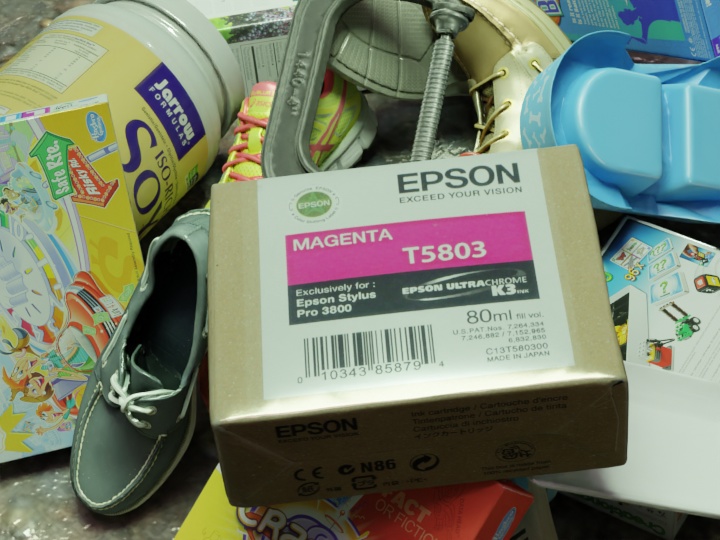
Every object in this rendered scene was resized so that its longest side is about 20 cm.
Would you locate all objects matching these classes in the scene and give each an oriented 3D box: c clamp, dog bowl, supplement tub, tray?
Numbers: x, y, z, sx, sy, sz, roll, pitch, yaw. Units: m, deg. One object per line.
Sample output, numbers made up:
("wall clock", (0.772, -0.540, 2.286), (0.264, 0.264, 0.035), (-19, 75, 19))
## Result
("c clamp", (0.022, -0.099, 1.161), (0.170, 0.027, 0.201), (3, 79, 20))
("dog bowl", (0.187, -0.085, 1.178), (0.199, 0.050, 0.112), (7, 78, -30))
("supplement tub", (-0.182, -0.083, 1.210), (0.145, 0.146, 0.200), (23, 53, 25))
("tray", (0.151, 0.093, 0.992), (0.199, 0.022, 0.108), (13, 37, -30))

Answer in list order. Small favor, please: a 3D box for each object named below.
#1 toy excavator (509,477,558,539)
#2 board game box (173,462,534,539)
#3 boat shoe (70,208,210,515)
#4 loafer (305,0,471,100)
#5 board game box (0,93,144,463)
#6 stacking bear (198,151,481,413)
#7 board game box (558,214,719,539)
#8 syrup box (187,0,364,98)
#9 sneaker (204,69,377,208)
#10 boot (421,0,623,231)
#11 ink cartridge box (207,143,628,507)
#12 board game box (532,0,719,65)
("toy excavator", (0.078, 0.128, 1.012), (0.194, 0.201, 0.100), (-21, -7, 37))
("board game box", (-0.025, 0.161, 0.961), (0.153, 0.040, 0.200), (32, 93, 31))
("boat shoe", (-0.123, 0.055, 1.048), (0.073, 0.200, 0.062), (32, 17, 16))
("loafer", (0.039, -0.149, 1.269), (0.199, 0.072, 0.063), (5, -1, -30))
("board game box", (-0.194, 0.008, 1.096), (0.134, 0.201, 0.034), (-13, 15, -6))
("stacking bear", (0.000, 0.000, 1.081), (0.200, 0.122, 0.114), (-23, -2, 27))
("board game box", (0.173, 0.059, 1.116), (0.126, 0.035, 0.200), (22, 52, 23))
("syrup box", (-0.052, -0.175, 1.330), (0.199, 0.082, 0.079), (-10, 47, -2))
("sneaker", (-0.061, -0.077, 1.223), (0.078, 0.090, 0.200), (3, 43, 28))
("boot", (0.082, -0.084, 1.192), (0.200, 0.073, 0.155), (48, 62, -6))
("ink cartridge box", (0.025, 0.025, 0.931), (0.199, 0.075, 0.165), (-7, 48, 1))
("board game box", (0.172, -0.227, 1.263), (0.045, 0.152, 0.200), (-32, 28, -24))
